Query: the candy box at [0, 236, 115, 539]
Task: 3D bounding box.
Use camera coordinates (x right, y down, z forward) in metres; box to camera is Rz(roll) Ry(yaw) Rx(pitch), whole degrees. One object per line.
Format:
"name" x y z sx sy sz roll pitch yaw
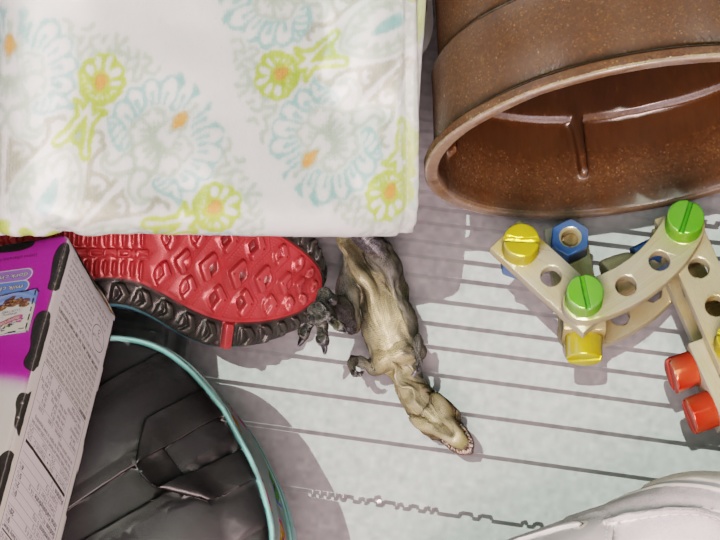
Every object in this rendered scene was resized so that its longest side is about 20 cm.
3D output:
"candy box" -0.193 0.085 0.949 0.136 0.061 0.200 -8 45 19

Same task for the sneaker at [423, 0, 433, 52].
"sneaker" 0.002 -0.205 1.086 0.078 0.116 0.200 -15 83 -4

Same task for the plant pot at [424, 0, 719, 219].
"plant pot" 0.115 -0.149 1.039 0.200 0.200 0.199 -10 72 6

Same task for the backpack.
"backpack" -0.130 0.132 1.037 0.200 0.153 0.176 -36 70 4

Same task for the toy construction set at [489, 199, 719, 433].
"toy construction set" 0.153 0.055 1.042 0.131 0.092 0.200 -18 83 -7

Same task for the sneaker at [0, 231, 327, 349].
"sneaker" -0.115 -0.016 1.089 0.200 0.096 0.079 9 100 -22

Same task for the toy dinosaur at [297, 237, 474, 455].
"toy dinosaur" 0.000 0.000 1.077 0.047 0.088 0.200 -21 78 22

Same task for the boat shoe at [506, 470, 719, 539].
"boat shoe" 0.098 0.141 1.004 0.200 0.068 0.072 -14 93 37

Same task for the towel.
"towel" -0.064 -0.100 0.980 0.200 0.048 0.172 0 93 -21
